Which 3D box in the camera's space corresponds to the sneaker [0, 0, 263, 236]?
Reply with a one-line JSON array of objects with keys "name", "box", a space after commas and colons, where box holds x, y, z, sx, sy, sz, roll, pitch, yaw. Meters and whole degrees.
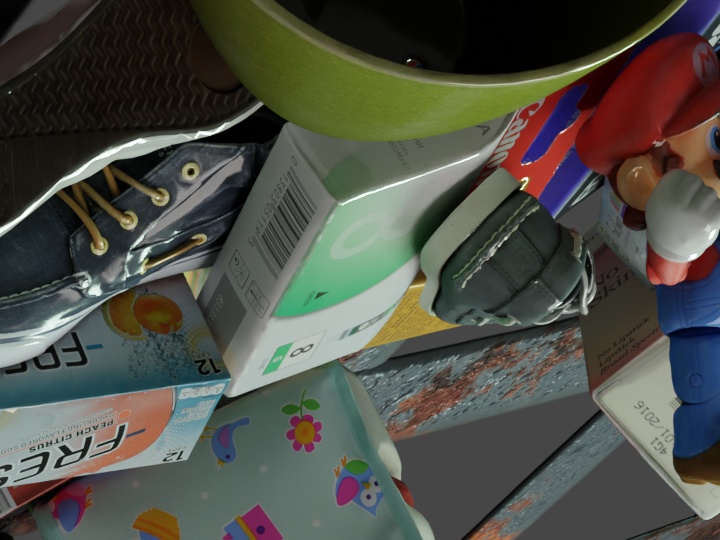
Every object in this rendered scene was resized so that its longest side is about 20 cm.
[{"name": "sneaker", "box": [-0.111, -0.069, 0.889, 0.200, 0.073, 0.085, -30, -164, -32]}]

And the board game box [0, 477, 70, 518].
[{"name": "board game box", "box": [-0.170, 0.106, 1.141, 0.103, 0.019, 0.200, -28, 180, -25]}]

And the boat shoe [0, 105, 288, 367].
[{"name": "boat shoe", "box": [-0.106, -0.031, 0.965, 0.200, 0.071, 0.091, -25, 158, -39]}]

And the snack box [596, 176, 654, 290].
[{"name": "snack box", "box": [0.189, -0.063, 1.208, 0.142, 0.053, 0.200, -41, 172, -1]}]

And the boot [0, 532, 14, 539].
[{"name": "boot", "box": [-0.245, 0.240, 1.284, 0.200, 0.132, 0.070, -28, 161, -13]}]

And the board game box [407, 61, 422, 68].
[{"name": "board game box", "box": [0.034, -0.086, 1.062, 0.158, 0.039, 0.200, -20, 153, -53]}]

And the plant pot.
[{"name": "plant pot", "box": [0.010, -0.119, 0.799, 0.187, 0.187, 0.200, -27, 172, -16]}]

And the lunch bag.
[{"name": "lunch bag", "box": [-0.047, 0.166, 1.139, 0.170, 0.200, 0.122, -24, 178, -11]}]

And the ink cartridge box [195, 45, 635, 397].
[{"name": "ink cartridge box", "box": [0.035, -0.028, 1.025, 0.200, 0.050, 0.161, -17, 156, -30]}]

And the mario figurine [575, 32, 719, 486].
[{"name": "mario figurine", "box": [0.166, -0.009, 1.047, 0.106, 0.200, 0.123, -17, -166, -11]}]

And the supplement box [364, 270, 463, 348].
[{"name": "supplement box", "box": [0.000, 0.000, 1.190, 0.200, 0.067, 0.069, -11, 151, -44]}]

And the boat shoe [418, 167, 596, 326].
[{"name": "boat shoe", "box": [0.070, 0.005, 1.045, 0.073, 0.062, 0.200, -47, 170, -1]}]

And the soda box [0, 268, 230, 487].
[{"name": "soda box", "box": [-0.159, 0.049, 0.980, 0.200, 0.068, 0.064, -6, 145, -31]}]

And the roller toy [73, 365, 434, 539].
[{"name": "roller toy", "box": [-0.061, 0.137, 1.310, 0.200, 0.140, 0.182, 3, 141, -41]}]

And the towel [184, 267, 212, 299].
[{"name": "towel", "box": [-0.147, 0.036, 1.047, 0.200, 0.018, 0.086, -12, 131, -28]}]

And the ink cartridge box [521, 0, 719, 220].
[{"name": "ink cartridge box", "box": [0.143, -0.105, 1.131, 0.200, 0.043, 0.198, -34, 166, -40]}]

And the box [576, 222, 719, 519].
[{"name": "box", "box": [0.204, 0.026, 1.356, 0.128, 0.109, 0.200, -38, -162, 16]}]
